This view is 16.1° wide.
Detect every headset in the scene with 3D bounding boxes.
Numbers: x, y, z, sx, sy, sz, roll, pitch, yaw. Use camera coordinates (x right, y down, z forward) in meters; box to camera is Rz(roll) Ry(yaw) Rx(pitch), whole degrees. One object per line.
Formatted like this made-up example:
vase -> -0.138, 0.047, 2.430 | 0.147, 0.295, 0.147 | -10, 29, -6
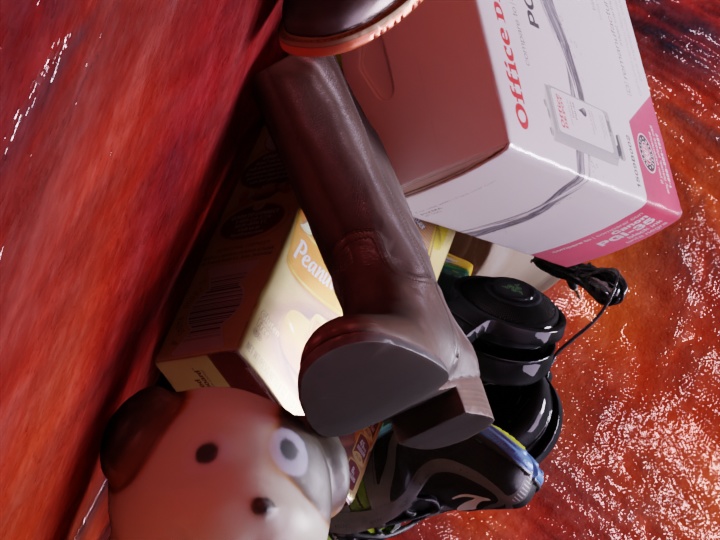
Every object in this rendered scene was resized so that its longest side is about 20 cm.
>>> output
headset -> 0.069, 0.048, 1.407 | 0.200, 0.094, 0.124 | -32, 140, -30

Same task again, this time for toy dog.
toy dog -> -0.071, 0.150, 1.131 | 0.194, 0.139, 0.201 | -97, -156, -66

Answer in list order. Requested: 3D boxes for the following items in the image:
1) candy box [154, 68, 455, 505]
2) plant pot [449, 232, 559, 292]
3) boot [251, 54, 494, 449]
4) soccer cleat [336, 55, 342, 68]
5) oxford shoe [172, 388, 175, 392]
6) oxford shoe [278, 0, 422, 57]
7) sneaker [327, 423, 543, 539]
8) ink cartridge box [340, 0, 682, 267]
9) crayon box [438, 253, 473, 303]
candy box -> -0.022, 0.007, 1.282 | 0.116, 0.055, 0.201 | 56, 41, -34
plant pot -> 0.058, -0.054, 1.731 | 0.173, 0.199, 0.201 | -37, 148, -67
boot -> -0.014, -0.025, 1.156 | 0.186, 0.064, 0.201 | 38, 30, -69
soccer cleat -> -0.008, -0.078, 1.547 | 0.081, 0.067, 0.200 | -59, 168, -15
oxford shoe -> -0.070, 0.047, 1.310 | 0.201, 0.071, 0.071 | -66, 147, -41
oxford shoe -> 0.006, -0.179, 1.190 | 0.201, 0.071, 0.073 | -64, 146, -39
sneaker -> 0.007, 0.119, 1.292 | 0.071, 0.199, 0.083 | 48, 45, -37
ink cartridge box -> 0.077, -0.095, 1.337 | 0.200, 0.082, 0.147 | 16, 57, -57
crayon box -> 0.000, 0.000, 1.511 | 0.200, 0.125, 0.052 | -31, 141, -86
